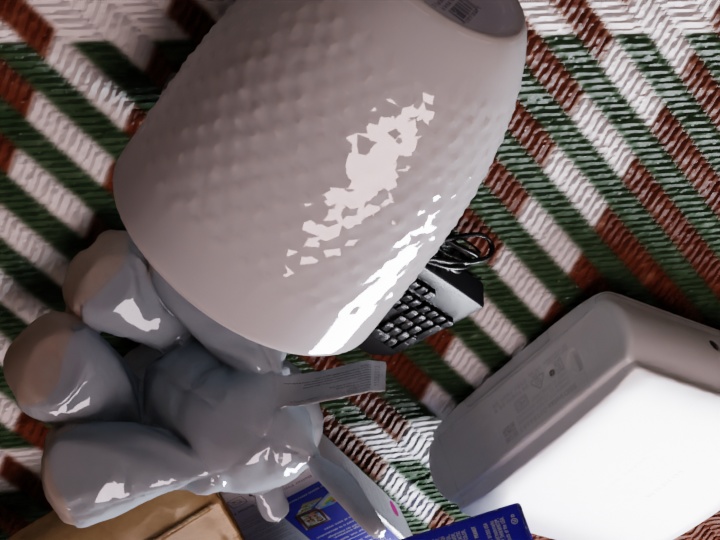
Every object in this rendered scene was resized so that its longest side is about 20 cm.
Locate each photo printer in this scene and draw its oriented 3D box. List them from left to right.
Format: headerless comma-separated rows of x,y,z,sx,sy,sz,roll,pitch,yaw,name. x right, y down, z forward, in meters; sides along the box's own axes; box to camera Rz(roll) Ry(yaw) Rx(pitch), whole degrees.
0.162,0.098,1.770,0.200,0.070,0.166,19,130,-44,photo printer

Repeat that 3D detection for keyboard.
0.000,0.000,1.575,0.104,0.040,0.200,-34,145,20,keyboard

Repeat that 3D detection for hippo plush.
-0.074,0.054,1.550,0.199,0.160,0.161,0,178,9,hippo plush

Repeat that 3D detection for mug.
0.004,-0.078,1.395,0.175,0.148,0.200,-52,166,28,mug

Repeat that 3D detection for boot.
-0.179,0.146,1.646,0.200,0.066,0.175,-28,123,-1,boot

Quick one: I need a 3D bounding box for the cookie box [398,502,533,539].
0.014,0.230,1.718,0.199,0.075,0.171,-17,148,-4,cookie box

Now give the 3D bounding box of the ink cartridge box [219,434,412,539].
-0.035,0.152,1.774,0.095,0.037,0.200,-27,144,11,ink cartridge box
